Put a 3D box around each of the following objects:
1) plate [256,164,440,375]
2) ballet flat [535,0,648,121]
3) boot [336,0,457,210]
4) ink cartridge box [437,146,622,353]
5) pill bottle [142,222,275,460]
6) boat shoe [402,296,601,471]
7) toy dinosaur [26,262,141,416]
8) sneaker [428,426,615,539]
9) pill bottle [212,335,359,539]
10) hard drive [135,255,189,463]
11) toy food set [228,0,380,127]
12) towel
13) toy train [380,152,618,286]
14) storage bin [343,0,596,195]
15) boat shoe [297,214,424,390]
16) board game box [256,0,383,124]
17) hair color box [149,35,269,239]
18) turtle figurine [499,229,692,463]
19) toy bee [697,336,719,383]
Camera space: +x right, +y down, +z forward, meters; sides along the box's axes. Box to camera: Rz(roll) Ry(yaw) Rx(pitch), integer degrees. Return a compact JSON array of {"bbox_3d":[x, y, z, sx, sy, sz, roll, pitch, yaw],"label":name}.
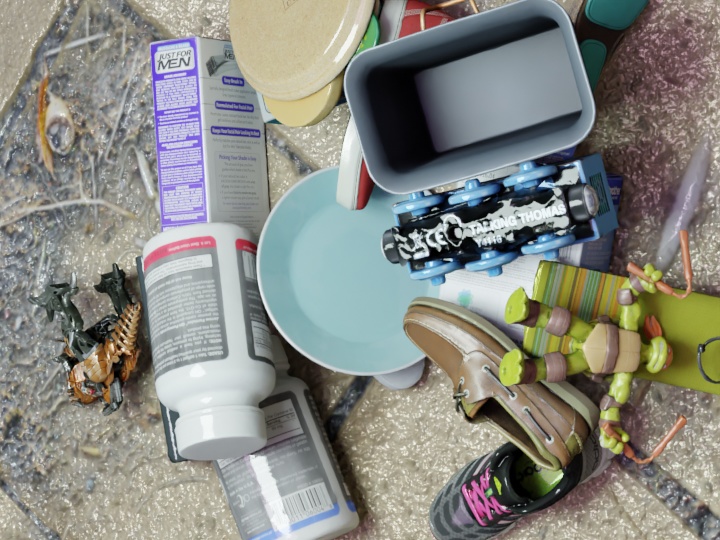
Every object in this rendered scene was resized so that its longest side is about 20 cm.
[{"bbox_3d":[0.000,0.000,1.707,0.199,0.026,0.201,3,77,-13],"label":"plate"},{"bbox_3d":[0.199,-0.221,1.629,0.201,0.068,0.067,-61,37,13],"label":"ballet flat"},{"bbox_3d":[0.062,-0.137,1.678,0.144,0.072,0.201,17,94,-4],"label":"boot"},{"bbox_3d":[0.153,-0.029,1.650,0.136,0.076,0.201,12,99,27],"label":"ink cartridge box"},{"bbox_3d":[-0.136,0.066,1.684,0.110,0.111,0.201,-19,68,28],"label":"pill bottle"},{"bbox_3d":[0.110,0.097,1.593,0.200,0.072,0.068,33,67,19],"label":"boat shoe"},{"bbox_3d":[-0.256,0.071,1.860,0.200,0.102,0.136,-30,74,37],"label":"toy dinosaur"},{"bbox_3d":[0.132,0.192,1.660,0.200,0.087,0.074,-31,77,26],"label":"sneaker"},{"bbox_3d":[-0.087,0.171,1.767,0.113,0.114,0.201,-27,77,27],"label":"pill bottle"},{"bbox_3d":[-0.189,0.089,1.812,0.033,0.140,0.201,-9,86,-6],"label":"hard drive"},{"bbox_3d":[-0.046,-0.248,1.693,0.198,0.049,0.200,-49,50,26],"label":"toy food set"},{"bbox_3d":[0.242,0.051,1.588,0.199,0.018,0.086,12,102,0],"label":"towel"},{"bbox_3d":[0.117,-0.043,1.563,0.199,0.114,0.087,-14,93,28],"label":"toy train"},{"bbox_3d":[0.102,-0.159,1.560,0.199,0.134,0.146,-16,93,18],"label":"storage bin"},{"bbox_3d":[-0.011,0.029,1.752,0.200,0.072,0.068,56,149,1],"label":"boat shoe"},{"bbox_3d":[-0.045,-0.259,1.771,0.150,0.047,0.201,-18,83,28],"label":"board game box"},{"bbox_3d":[-0.145,-0.122,1.794,0.065,0.109,0.201,-2,90,30],"label":"hair color box"},{"bbox_3d":[0.201,0.055,1.548,0.160,0.064,0.201,8,96,-16],"label":"turtle figurine"},{"bbox_3d":[0.364,0.010,1.516,0.130,0.109,0.201,0,102,-15],"label":"toy bee"}]
